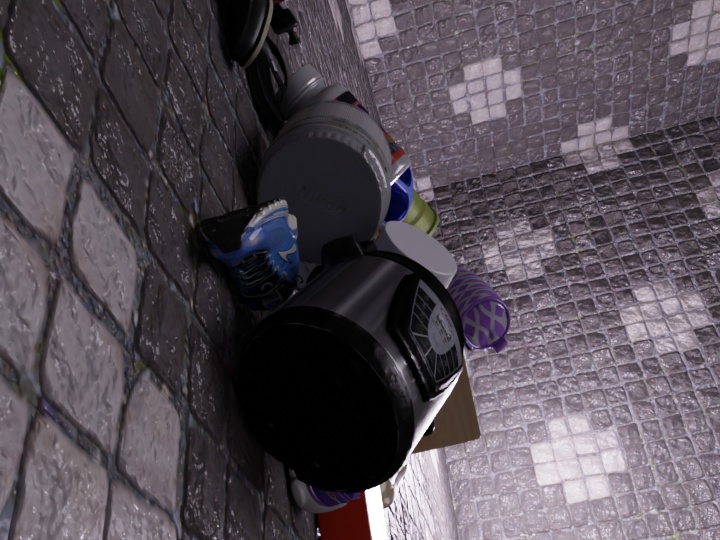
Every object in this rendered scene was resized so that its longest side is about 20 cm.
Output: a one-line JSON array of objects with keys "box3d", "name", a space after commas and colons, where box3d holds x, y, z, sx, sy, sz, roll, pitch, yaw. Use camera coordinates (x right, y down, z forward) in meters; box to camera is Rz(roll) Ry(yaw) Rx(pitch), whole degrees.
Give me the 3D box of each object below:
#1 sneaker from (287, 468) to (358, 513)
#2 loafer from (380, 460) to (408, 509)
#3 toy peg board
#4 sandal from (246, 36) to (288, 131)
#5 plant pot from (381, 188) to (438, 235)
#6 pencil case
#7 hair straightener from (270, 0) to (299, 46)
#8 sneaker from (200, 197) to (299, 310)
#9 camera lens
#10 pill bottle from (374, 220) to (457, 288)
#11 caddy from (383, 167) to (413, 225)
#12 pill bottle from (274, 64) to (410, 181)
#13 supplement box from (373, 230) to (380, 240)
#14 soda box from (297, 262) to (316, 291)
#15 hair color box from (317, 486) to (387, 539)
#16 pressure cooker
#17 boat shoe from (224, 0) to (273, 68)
[{"box3d": [-0.039, 0.147, 0.804, 0.081, 0.081, 0.205, 55, 23, -72], "name": "sneaker"}, {"box3d": [0.030, 0.282, 1.130, 0.200, 0.074, 0.070, -64, 146, -77], "name": "loafer"}, {"box3d": [0.047, 0.157, 1.081, 0.098, 0.194, 0.205, 118, -39, -78], "name": "toy peg board"}, {"box3d": [-0.127, -0.287, 0.999, 0.076, 0.042, 0.205, -46, 123, -81], "name": "sandal"}, {"box3d": [0.026, -0.137, 1.461, 0.186, 0.197, 0.202, 60, 14, -25], "name": "plant pot"}, {"box3d": [0.162, 0.051, 1.146, 0.086, 0.084, 0.200, 45, 6, -21], "name": "pencil case"}, {"box3d": [-0.117, -0.347, 1.060, 0.078, 0.040, 0.200, 67, -6, -25], "name": "hair straightener"}, {"box3d": [-0.089, -0.011, 0.710, 0.200, 0.077, 0.091, 19, 56, -82], "name": "sneaker"}, {"box3d": [-0.040, -0.111, 0.923, 0.201, 0.156, 0.163, -83, 158, -68], "name": "camera lens"}, {"box3d": [0.019, 0.053, 0.861, 0.202, 0.114, 0.117, -60, -167, 24], "name": "pill bottle"}, {"box3d": [0.010, -0.154, 1.276, 0.198, 0.103, 0.145, 19, 72, -44], "name": "caddy"}, {"box3d": [-0.031, -0.188, 1.076, 0.200, 0.111, 0.111, 46, 9, -1], "name": "pill bottle"}, {"box3d": [-0.002, 0.009, 1.232, 0.202, 0.101, 0.133, 69, 11, -51], "name": "supplement box"}, {"box3d": [-0.047, 0.010, 1.019, 0.064, 0.067, 0.204, 66, 13, -52], "name": "soda box"}, {"box3d": [-0.010, 0.283, 0.879, 0.111, 0.062, 0.204, 63, 15, -65], "name": "hair color box"}, {"box3d": [0.002, 0.077, 0.703, 0.200, 0.176, 0.179, -39, 152, -55], "name": "pressure cooker"}, {"box3d": [-0.142, -0.336, 0.918, 0.062, 0.073, 0.206, 21, 59, -37], "name": "boat shoe"}]
